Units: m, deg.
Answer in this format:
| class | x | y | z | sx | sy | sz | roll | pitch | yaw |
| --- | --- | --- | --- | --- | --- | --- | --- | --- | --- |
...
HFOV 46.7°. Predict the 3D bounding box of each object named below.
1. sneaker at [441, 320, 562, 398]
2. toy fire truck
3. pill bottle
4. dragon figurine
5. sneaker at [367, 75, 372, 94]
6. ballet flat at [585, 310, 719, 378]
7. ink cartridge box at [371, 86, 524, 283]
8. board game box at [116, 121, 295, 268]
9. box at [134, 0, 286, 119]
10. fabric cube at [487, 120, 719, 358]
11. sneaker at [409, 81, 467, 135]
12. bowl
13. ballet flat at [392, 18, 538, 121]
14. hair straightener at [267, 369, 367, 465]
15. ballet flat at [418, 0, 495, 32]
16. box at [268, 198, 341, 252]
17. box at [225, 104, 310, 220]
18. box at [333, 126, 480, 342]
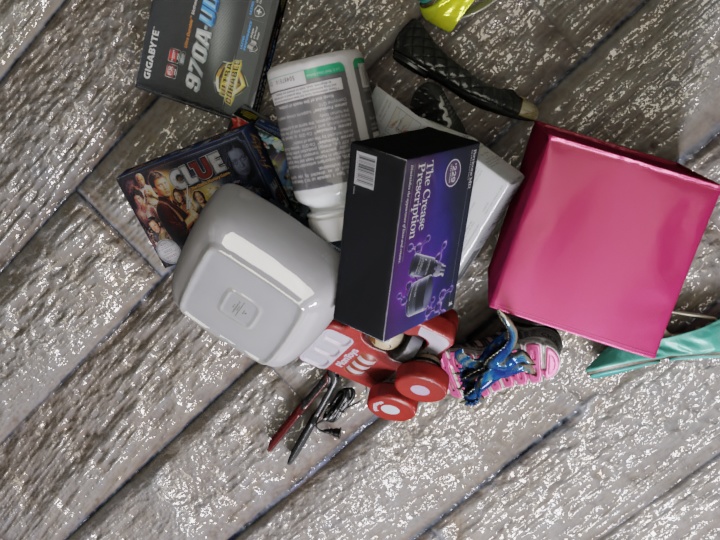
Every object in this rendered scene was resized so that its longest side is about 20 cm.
| class | x | y | z | sx | sy | sz | roll | pitch | yaw |
| --- | --- | --- | --- | --- | --- | --- | --- | --- | --- |
| sneaker | 0.182 | 0.114 | 1.105 | 0.198 | 0.087 | 0.074 | -17 | 102 | 36 |
| toy fire truck | 0.023 | 0.096 | 1.052 | 0.166 | 0.113 | 0.200 | 23 | 146 | -14 |
| pill bottle | -0.032 | -0.141 | 0.953 | 0.112 | 0.113 | 0.203 | -11 | 100 | 11 |
| dragon figurine | 0.149 | 0.111 | 0.981 | 0.099 | 0.200 | 0.059 | -27 | 69 | 2 |
| sneaker | 0.024 | -0.160 | 1.043 | 0.098 | 0.075 | 0.202 | -1 | 115 | 19 |
| ballet flat | 0.386 | 0.091 | 1.079 | 0.198 | 0.067 | 0.071 | -11 | 80 | 11 |
| ink cartridge box | 0.072 | -0.101 | 0.997 | 0.200 | 0.057 | 0.163 | 42 | 124 | 20 |
| board game box | -0.195 | -0.091 | 1.055 | 0.198 | 0.035 | 0.137 | -16 | 113 | 24 |
| box | -0.184 | -0.305 | 1.046 | 0.157 | 0.046 | 0.202 | 19 | 108 | 1 |
| fabric cube | 0.270 | -0.046 | 0.979 | 0.194 | 0.200 | 0.202 | 16 | 106 | 4 |
| sneaker | 0.122 | -0.139 | 1.039 | 0.066 | 0.090 | 0.202 | -15 | 98 | 47 |
| bowl | -0.125 | 0.021 | 0.968 | 0.199 | 0.075 | 0.200 | 34 | 132 | -5 |
| ballet flat | 0.132 | -0.238 | 1.013 | 0.198 | 0.066 | 0.057 | 29 | 96 | -2 |
| hair straightener | -0.049 | 0.200 | 1.182 | 0.077 | 0.041 | 0.201 | 36 | 103 | -4 |
| ballet flat | 0.158 | -0.359 | 0.982 | 0.199 | 0.067 | 0.067 | -38 | 119 | 19 |
| box | -0.105 | 0.013 | 1.061 | 0.157 | 0.051 | 0.200 | 31 | 134 | -23 |
| box | -0.130 | -0.093 | 1.079 | 0.136 | 0.040 | 0.201 | 27 | 122 | 1 |
| box | 0.050 | -0.043 | 0.912 | 0.078 | 0.141 | 0.202 | 21 | 117 | 32 |
